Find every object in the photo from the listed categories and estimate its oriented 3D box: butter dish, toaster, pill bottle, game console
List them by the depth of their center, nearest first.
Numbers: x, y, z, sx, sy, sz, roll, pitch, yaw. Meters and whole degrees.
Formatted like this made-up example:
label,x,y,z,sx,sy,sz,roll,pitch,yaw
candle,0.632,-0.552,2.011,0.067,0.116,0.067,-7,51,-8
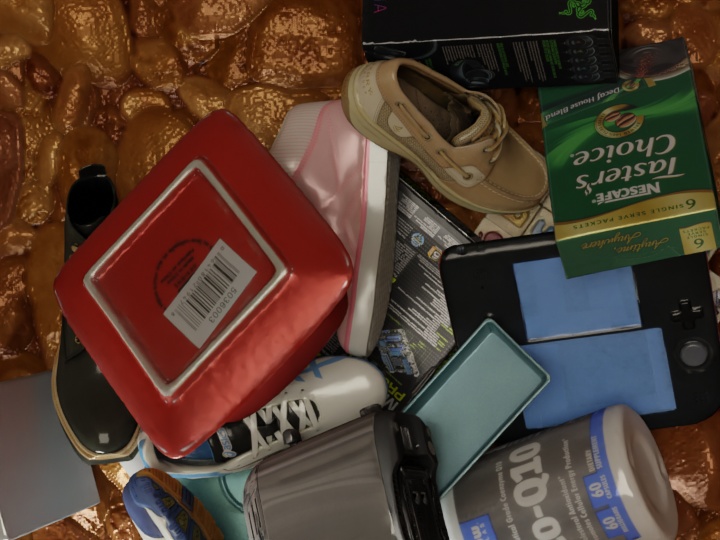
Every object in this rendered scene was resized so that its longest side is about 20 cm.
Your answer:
label,x,y,z,sx,sy,sz,roll,pitch,yaw
toaster,-0.002,0.204,1.550,0.129,0.114,0.201,-18,79,17
butter dish,-0.091,0.022,1.572,0.200,0.148,0.200,-46,57,10
game console,0.171,0.048,1.622,0.199,0.031,0.178,-8,121,11
pill bottle,0.130,0.185,1.629,0.199,0.114,0.114,-22,87,20

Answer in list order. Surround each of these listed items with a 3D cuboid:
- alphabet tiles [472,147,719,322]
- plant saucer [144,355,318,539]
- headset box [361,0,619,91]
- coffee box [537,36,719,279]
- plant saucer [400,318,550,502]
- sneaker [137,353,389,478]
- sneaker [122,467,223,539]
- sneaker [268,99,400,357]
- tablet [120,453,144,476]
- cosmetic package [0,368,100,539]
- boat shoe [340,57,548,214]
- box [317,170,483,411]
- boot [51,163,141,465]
label,x,y,z,sx,sy,sz,roll,pitch,yaw
alphabet tiles,0.187,0.000,1.675,0.200,0.006,0.167,35,97,9
plant saucer,-0.076,0.157,1.662,0.199,0.027,0.201,-1,84,10
headset box,0.107,-0.232,1.618,0.199,0.093,0.175,-1,70,11
coffee box,0.199,-0.087,1.590,0.122,0.044,0.201,-10,44,11
plant saucer,0.055,0.132,1.611,0.070,0.019,0.200,44,96,20
sneaker,-0.073,0.116,1.610,0.199,0.073,0.072,-16,107,13
sneaker,-0.134,0.242,1.609,0.088,0.075,0.200,-26,109,15
sneaker,-0.027,-0.035,1.633,0.104,0.075,0.201,3,84,9
tablet,-0.134,0.137,1.736,0.130,0.014,0.200,-38,84,9
cosmetic package,-0.339,0.165,1.678,0.199,0.199,0.124,-18,88,14
boat shoe,0.077,-0.099,1.606,0.064,0.199,0.072,-17,57,47
box,0.000,0.000,1.689,0.200,0.044,0.160,40,100,9
boot,-0.206,0.033,1.641,0.077,0.139,0.201,-7,55,-7
